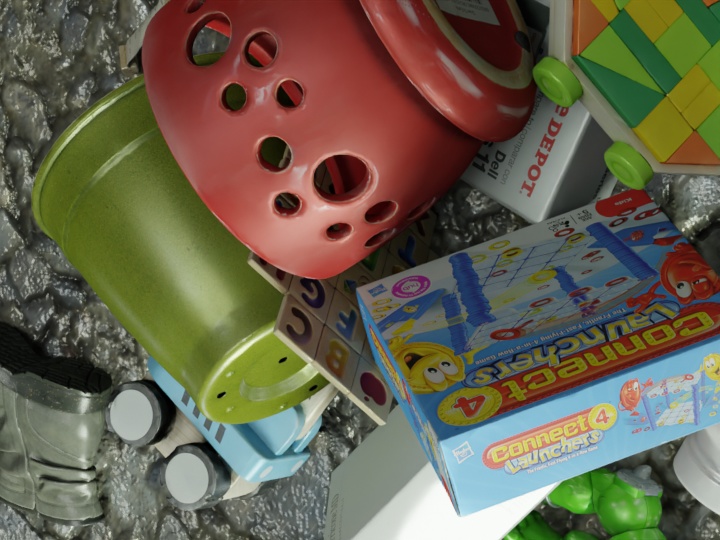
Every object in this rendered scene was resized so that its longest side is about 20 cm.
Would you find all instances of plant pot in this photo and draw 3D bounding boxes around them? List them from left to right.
[{"bbox_3d":[-0.091,-0.009,1.533,0.200,0.200,0.193,-47,61,28],"label":"plant pot"},{"bbox_3d":[-0.003,-0.120,1.382,0.182,0.200,0.201,-30,80,27],"label":"plant pot"}]

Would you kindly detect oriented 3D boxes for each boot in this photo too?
[{"bbox_3d":[-0.279,0.120,1.777,0.199,0.068,0.131,22,113,31],"label":"boot"}]

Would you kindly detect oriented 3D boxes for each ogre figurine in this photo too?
[{"bbox_3d":[0.159,0.206,1.481,0.120,0.098,0.201,-27,48,45],"label":"ogre figurine"}]

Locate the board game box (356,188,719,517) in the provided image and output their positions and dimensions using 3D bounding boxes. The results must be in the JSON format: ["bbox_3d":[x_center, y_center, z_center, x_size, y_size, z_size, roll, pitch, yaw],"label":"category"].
[{"bbox_3d":[0.117,0.043,1.361,0.199,0.196,0.056,-20,119,-6],"label":"board game box"}]

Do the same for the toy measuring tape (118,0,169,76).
[{"bbox_3d":[-0.108,-0.194,1.632,0.074,0.073,0.200,61,143,11],"label":"toy measuring tape"}]

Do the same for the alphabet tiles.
[{"bbox_3d":[0.000,0.000,1.482,0.006,0.200,0.166,-29,120,35],"label":"alphabet tiles"}]

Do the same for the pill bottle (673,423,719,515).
[{"bbox_3d":[0.269,0.056,1.379,0.104,0.104,0.201,39,116,23],"label":"pill bottle"}]

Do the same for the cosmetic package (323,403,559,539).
[{"bbox_3d":[0.065,0.124,1.493,0.081,0.113,0.200,36,115,-17],"label":"cosmetic package"}]

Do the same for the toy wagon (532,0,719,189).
[{"bbox_3d":[0.203,-0.121,1.381,0.200,0.155,0.040,48,166,-14],"label":"toy wagon"}]

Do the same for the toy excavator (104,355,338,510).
[{"bbox_3d":[-0.054,0.090,1.611,0.194,0.100,0.200,45,109,19],"label":"toy excavator"}]

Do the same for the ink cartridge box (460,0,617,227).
[{"bbox_3d":[0.088,-0.139,1.486,0.200,0.083,0.147,33,113,25],"label":"ink cartridge box"}]
